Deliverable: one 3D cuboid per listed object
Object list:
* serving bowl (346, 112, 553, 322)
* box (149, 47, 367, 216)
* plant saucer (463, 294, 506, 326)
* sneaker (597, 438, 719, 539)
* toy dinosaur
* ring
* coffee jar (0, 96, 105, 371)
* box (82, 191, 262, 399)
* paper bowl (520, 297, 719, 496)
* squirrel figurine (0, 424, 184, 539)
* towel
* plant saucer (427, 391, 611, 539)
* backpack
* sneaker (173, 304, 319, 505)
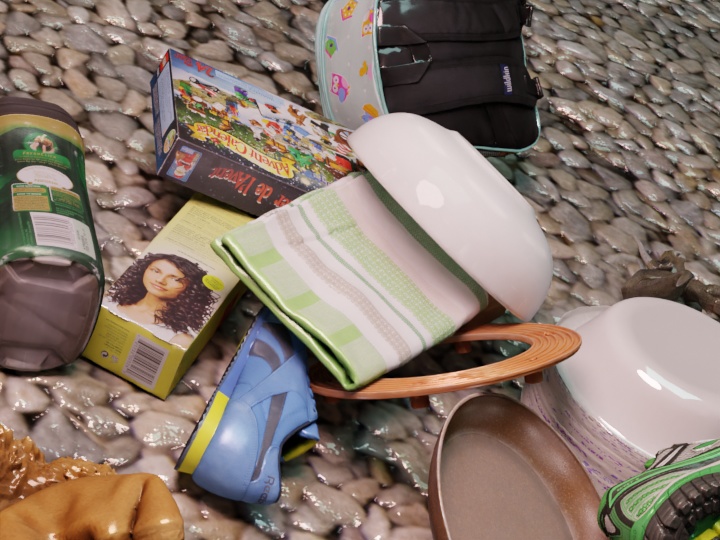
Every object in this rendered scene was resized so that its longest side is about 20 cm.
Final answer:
[{"bbox_3d":[0.081,-0.054,1.282,0.200,0.066,0.200,44,8,-7],"label":"serving bowl"},{"bbox_3d":[-0.068,-0.090,1.318,0.199,0.038,0.137,22,29,-24],"label":"box"},{"bbox_3d":[0.042,-0.028,1.399,0.199,0.032,0.201,18,33,-12],"label":"plant saucer"},{"bbox_3d":[0.244,0.138,1.147,0.199,0.079,0.085,-18,25,-37],"label":"sneaker"},{"bbox_3d":[0.257,0.027,1.392,0.102,0.078,0.200,12,9,18],"label":"toy dinosaur"},{"bbox_3d":[0.058,0.068,1.181,0.199,0.019,0.200,-8,9,1],"label":"ring"},{"bbox_3d":[-0.230,-0.031,1.153,0.085,0.105,0.200,8,35,-21],"label":"coffee jar"},{"bbox_3d":[-0.127,0.011,1.212,0.075,0.050,0.200,27,31,2],"label":"box"},{"bbox_3d":[0.231,0.099,1.272,0.199,0.105,0.201,17,31,-11],"label":"paper bowl"},{"bbox_3d":[-0.203,0.162,0.894,0.185,0.142,0.200,-2,25,-19],"label":"squirrel figurine"},{"bbox_3d":[0.000,0.000,1.191,0.149,0.031,0.200,44,31,12],"label":"towel"},{"bbox_3d":[0.105,0.176,1.075,0.200,0.032,0.201,35,38,-33],"label":"plant saucer"},{"bbox_3d":[0.047,-0.177,1.471,0.153,0.177,0.199,-3,5,40],"label":"backpack"},{"bbox_3d":[-0.060,0.088,1.133,0.078,0.066,0.200,26,34,-3],"label":"sneaker"}]
